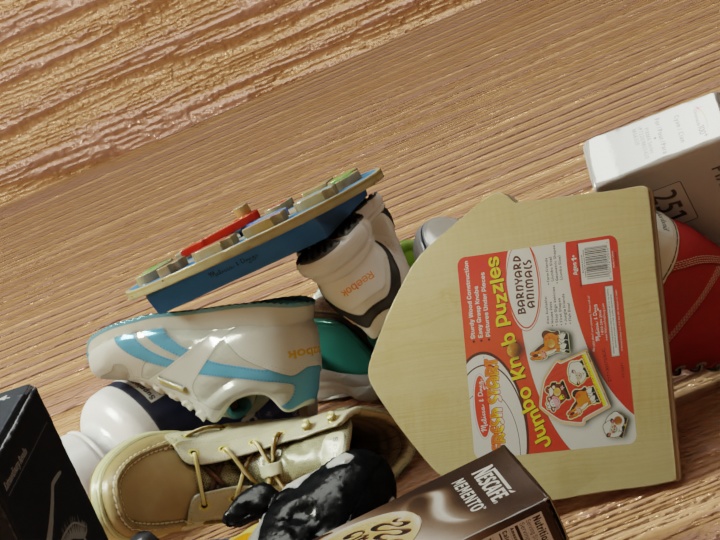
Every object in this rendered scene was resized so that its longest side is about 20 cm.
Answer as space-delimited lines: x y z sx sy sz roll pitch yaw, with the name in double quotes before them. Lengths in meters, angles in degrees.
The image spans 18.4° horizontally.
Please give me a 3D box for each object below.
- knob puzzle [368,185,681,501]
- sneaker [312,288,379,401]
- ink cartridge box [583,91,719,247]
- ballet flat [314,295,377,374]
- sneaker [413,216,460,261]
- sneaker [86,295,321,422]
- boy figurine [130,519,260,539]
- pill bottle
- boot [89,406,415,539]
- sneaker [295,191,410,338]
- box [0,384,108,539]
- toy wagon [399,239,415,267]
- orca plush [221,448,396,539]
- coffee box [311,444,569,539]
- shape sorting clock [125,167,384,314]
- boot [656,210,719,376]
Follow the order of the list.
"knob puzzle" 0.098 0.052 1.371 0.218 0.221 0.030 -18 -11 26
"sneaker" -0.003 0.051 1.746 0.199 0.089 0.075 -12 16 42
"ink cartridge box" 0.257 -0.042 1.430 0.175 0.200 0.045 -22 48 13
"ballet flat" 0.020 0.038 1.638 0.199 0.068 0.067 1 44 50
"sneaker" 0.116 0.008 1.529 0.073 0.071 0.200 -24 47 -38
"sneaker" -0.115 0.067 1.567 0.199 0.082 0.076 -8 0 37
"boy figurine" -0.067 0.182 1.401 0.199 0.065 0.124 -20 11 32
"pill bottle" -0.138 0.120 1.663 0.199 0.112 0.111 -31 15 -28
"boot" -0.072 0.135 1.511 0.154 0.073 0.199 -10 -1 38
"sneaker" 0.000 0.000 1.581 0.074 0.080 0.200 -36 7 10
"box" -0.208 0.192 1.302 0.104 0.201 0.148 -21 13 9
"toy wagon" 0.070 0.007 1.748 0.198 0.040 0.155 10 -4 -16
"orca plush" -0.048 0.169 1.285 0.199 0.106 0.071 -30 -16 -22
"coffee box" 0.017 0.183 1.205 0.199 0.080 0.113 -25 12 -5
"shape sorting clock" -0.075 -0.028 1.561 0.199 0.039 0.200 -26 9 4
"boot" 0.183 0.064 1.431 0.200 0.144 0.073 -54 33 24
